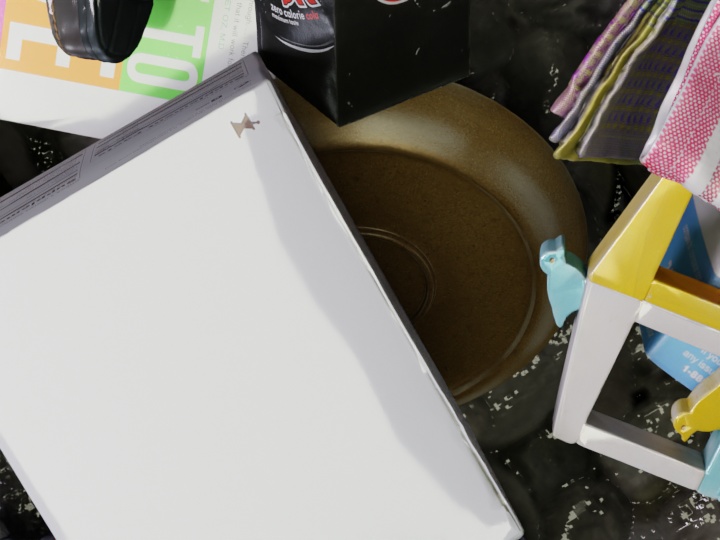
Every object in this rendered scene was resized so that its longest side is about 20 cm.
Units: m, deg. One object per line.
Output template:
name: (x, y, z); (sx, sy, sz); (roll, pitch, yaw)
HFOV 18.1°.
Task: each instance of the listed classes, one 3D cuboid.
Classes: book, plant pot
book: (-0.127, -0.130, 0.969); (0.198, 0.048, 0.135); (10, 106, 1)
plant pot: (0.000, 0.000, 0.982); (0.198, 0.028, 0.201); (1, 132, 1)

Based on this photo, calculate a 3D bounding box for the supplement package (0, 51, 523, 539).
supplement package: (-0.056, 0.044, 0.881); (0.155, 0.111, 0.201); (-30, 101, 1)

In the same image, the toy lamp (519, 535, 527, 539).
toy lamp: (0.004, 0.089, 1.008); (0.058, 0.058, 0.200); (-40, 118, 17)

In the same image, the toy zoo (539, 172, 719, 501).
toy zoo: (0.161, 0.030, 0.862); (0.199, 0.020, 0.132); (22, 111, -4)

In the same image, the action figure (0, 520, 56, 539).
action figure: (-0.150, 0.182, 1.031); (0.192, 0.104, 0.202); (7, 101, 39)

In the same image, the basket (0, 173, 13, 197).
basket: (-0.235, 0.032, 0.985); (0.199, 0.180, 0.136); (-36, 106, 5)

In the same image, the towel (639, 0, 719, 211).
towel: (0.217, -0.058, 0.809); (0.199, 0.030, 0.147); (26, 98, -5)

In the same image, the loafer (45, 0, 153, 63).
loafer: (-0.122, -0.181, 0.909); (0.072, 0.073, 0.202); (-5, 84, 18)

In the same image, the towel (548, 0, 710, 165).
towel: (0.159, -0.120, 0.904); (0.023, 0.143, 0.200); (44, 107, 22)

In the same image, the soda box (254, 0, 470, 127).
soda box: (-0.002, -0.161, 0.857); (0.070, 0.063, 0.201); (-22, 130, -26)

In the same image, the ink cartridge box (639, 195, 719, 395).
ink cartridge box: (0.228, -0.026, 0.926); (0.146, 0.146, 0.200); (35, 109, -9)
